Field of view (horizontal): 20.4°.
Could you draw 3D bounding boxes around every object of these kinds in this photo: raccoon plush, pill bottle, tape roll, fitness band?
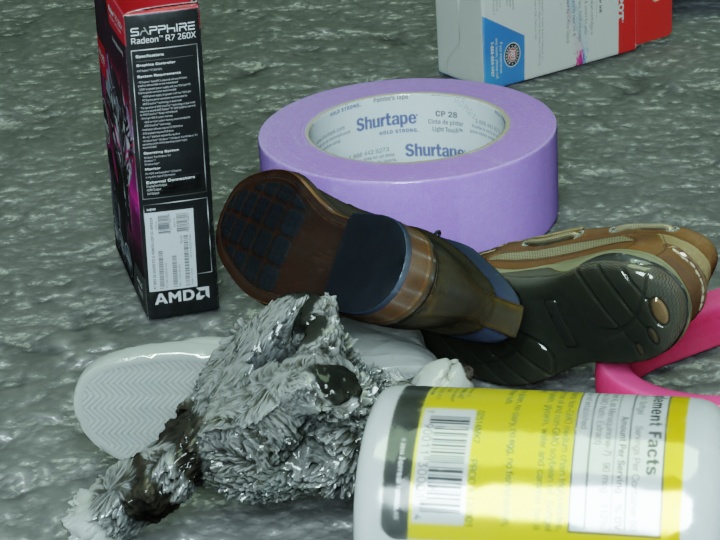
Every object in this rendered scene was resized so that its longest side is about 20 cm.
[{"bbox_3d":[-0.033,0.099,1.001,0.200,0.134,0.097,-32,31,19],"label":"raccoon plush"},{"bbox_3d":[0.104,0.111,0.874,0.200,0.114,0.114,2,25,12],"label":"pill bottle"},{"bbox_3d":[0.033,-0.067,1.342,0.200,0.066,0.200,-4,25,2],"label":"tape roll"},{"bbox_3d":[0.223,0.049,1.090,0.200,0.037,0.144,-16,27,-28],"label":"fitness band"}]

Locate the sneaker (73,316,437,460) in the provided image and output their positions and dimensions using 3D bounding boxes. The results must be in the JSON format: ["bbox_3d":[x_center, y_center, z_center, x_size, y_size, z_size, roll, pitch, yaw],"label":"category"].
[{"bbox_3d":[-0.055,0.056,1.080,0.200,0.074,0.116,2,21,-10],"label":"sneaker"}]

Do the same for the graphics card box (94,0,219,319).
[{"bbox_3d":[-0.127,-0.085,1.237,0.051,0.200,0.125,-9,26,-14],"label":"graphics card box"}]

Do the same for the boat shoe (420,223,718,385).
[{"bbox_3d":[0.111,0.014,1.093,0.200,0.076,0.074,-3,27,46],"label":"boat shoe"}]

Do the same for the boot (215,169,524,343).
[{"bbox_3d":[0.000,0.000,1.083,0.097,0.075,0.200,23,1,-34],"label":"boot"}]

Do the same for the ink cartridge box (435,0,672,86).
[{"bbox_3d":[0.159,-0.229,1.620,0.200,0.116,0.067,-18,27,-30],"label":"ink cartridge box"}]
